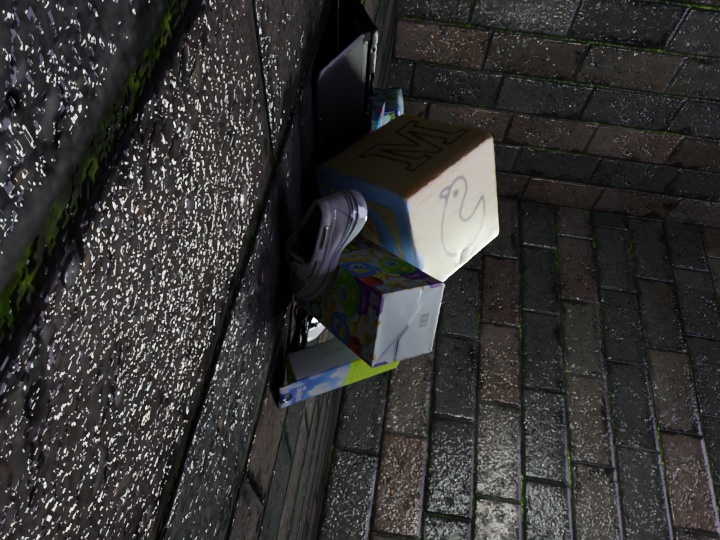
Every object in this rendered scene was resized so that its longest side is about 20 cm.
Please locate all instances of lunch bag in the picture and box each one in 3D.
[{"bbox_3d":[0.064,-0.412,1.605,0.170,0.127,0.200,-79,167,-47],"label":"lunch bag"}]

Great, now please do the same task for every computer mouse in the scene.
[{"bbox_3d":[-0.079,0.083,0.920,0.200,0.044,0.110,-71,168,-77],"label":"computer mouse"}]

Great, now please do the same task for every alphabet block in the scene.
[{"bbox_3d":[0.078,-0.108,0.862,0.200,0.196,0.195,-38,135,-26],"label":"alphabet block"}]

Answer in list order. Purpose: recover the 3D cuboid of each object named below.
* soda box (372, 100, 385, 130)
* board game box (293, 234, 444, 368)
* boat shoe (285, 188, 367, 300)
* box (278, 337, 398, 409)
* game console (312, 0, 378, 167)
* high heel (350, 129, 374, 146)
[{"bbox_3d":[0.017,-0.366,1.336,0.200,0.068,0.064,-77,175,-60],"label":"soda box"},{"bbox_3d":[0.003,0.031,0.749,0.200,0.103,0.105,33,-57,48],"label":"board game box"},{"bbox_3d":[-0.064,-0.029,0.682,0.074,0.067,0.200,61,-39,28],"label":"boat shoe"},{"bbox_3d":[-0.032,0.140,0.818,0.122,0.200,0.048,104,-34,-61],"label":"box"},{"bbox_3d":[-0.041,-0.286,0.823,0.200,0.116,0.176,96,-26,-61],"label":"game console"},{"bbox_3d":[0.006,-0.252,1.031,0.096,0.067,0.200,51,6,-20],"label":"high heel"}]
